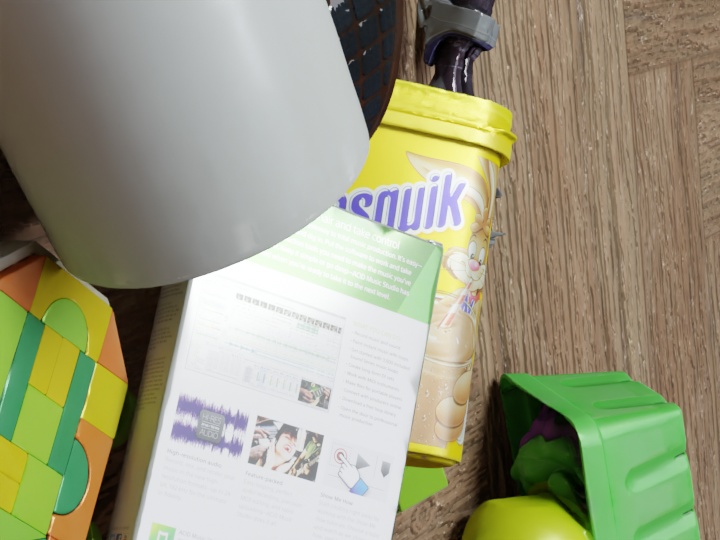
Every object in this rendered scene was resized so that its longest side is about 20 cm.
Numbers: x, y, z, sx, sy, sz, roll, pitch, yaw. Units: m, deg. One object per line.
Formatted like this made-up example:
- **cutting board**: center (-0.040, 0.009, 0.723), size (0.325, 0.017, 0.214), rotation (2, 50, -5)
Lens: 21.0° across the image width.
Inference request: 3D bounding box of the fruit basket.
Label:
- **fruit basket**: center (0.132, 0.185, 1.351), size (0.215, 0.155, 0.217), rotation (-5, 106, -19)

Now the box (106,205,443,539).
- **box**: center (-0.039, 0.062, 0.967), size (0.144, 0.036, 0.201), rotation (20, 74, -29)

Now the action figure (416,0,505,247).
- **action figure**: center (0.055, -0.091, 1.255), size (0.130, 0.069, 0.201), rotation (21, 75, -67)

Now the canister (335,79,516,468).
- **canister**: center (0.000, 0.000, 1.074), size (0.148, 0.087, 0.201), rotation (11, 80, -15)

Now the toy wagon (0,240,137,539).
- **toy wagon**: center (-0.164, 0.091, 0.873), size (0.155, 0.039, 0.201), rotation (45, 51, -52)

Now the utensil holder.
- **utensil holder**: center (-0.098, -0.118, 0.854), size (0.170, 0.169, 0.201), rotation (-56, 133, -46)

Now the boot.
- **boot**: center (-0.039, -0.152, 0.964), size (0.075, 0.097, 0.201), rotation (-39, 138, -31)

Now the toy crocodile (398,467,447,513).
- **toy crocodile**: center (0.007, 0.062, 1.171), size (0.067, 0.062, 0.201), rotation (-31, 123, -13)
